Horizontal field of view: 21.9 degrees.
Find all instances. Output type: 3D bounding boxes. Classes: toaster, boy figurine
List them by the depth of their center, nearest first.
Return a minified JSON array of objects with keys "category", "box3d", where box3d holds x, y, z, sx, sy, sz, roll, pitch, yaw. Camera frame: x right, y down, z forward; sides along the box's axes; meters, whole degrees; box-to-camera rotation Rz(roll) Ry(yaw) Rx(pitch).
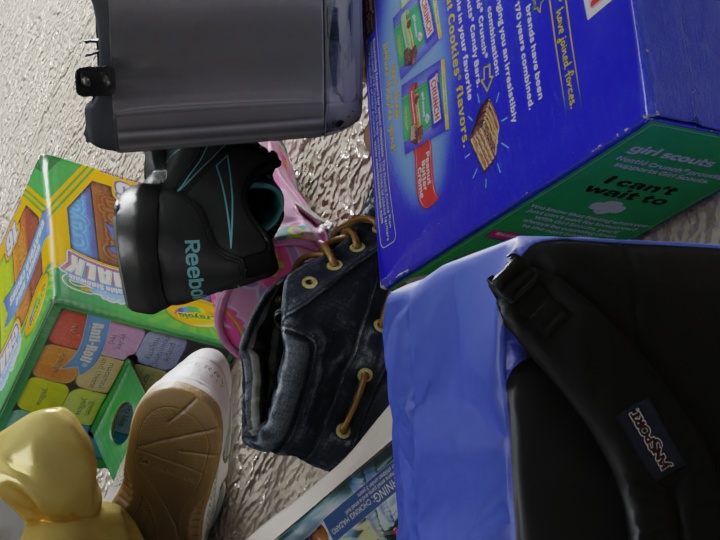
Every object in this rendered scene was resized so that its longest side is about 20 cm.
[{"category":"toaster","box3d":[-0.068,-0.119,0.890,0.200,0.129,0.114,-110,18,-75]},{"category":"boy figurine","box3d":[-0.159,0.176,1.024,0.064,0.124,0.200,-10,102,27]}]

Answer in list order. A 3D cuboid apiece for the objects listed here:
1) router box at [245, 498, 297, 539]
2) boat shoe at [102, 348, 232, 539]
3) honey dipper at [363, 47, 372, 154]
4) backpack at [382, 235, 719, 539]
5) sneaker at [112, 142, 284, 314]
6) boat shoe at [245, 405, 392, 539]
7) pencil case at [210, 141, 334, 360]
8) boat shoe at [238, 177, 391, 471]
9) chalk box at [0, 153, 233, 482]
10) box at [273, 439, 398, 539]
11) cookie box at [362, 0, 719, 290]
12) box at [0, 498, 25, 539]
[{"category":"router box","box3d":[-0.056,0.232,0.914,0.200,0.049,0.180,-44,37,49]},{"category":"boat shoe","box3d":[-0.111,0.131,1.093,0.069,0.071,0.200,-61,-4,-55]},{"category":"honey dipper","box3d":[0.009,-0.096,0.937,0.200,0.038,0.038,-90,24,-68]},{"category":"backpack","box3d":[0.087,0.104,0.561,0.168,0.162,0.201,147,122,-69]},{"category":"sneaker","box3d":[-0.076,-0.040,0.958,0.200,0.079,0.076,-89,-8,-58]},{"category":"boat shoe","box3d":[0.036,0.108,0.791,0.200,0.075,0.093,-45,65,27]},{"category":"pencil case","box3d":[-0.058,-0.022,1.043,0.088,0.087,0.200,-65,25,18]},{"category":"boat shoe","box3d":[0.000,0.000,0.892,0.071,0.091,0.201,-29,49,58]},{"category":"chalk box","box3d":[-0.163,0.044,1.180,0.125,0.124,0.200,-59,27,29]},{"category":"box","box3d":[0.011,0.160,0.732,0.200,0.040,0.137,-45,69,40]},{"category":"cookie box","box3d":[0.080,-0.096,0.770,0.200,0.075,0.172,-34,56,56]},{"category":"box","box3d":[-0.235,0.235,1.148,0.097,0.176,0.200,-30,49,57]}]
